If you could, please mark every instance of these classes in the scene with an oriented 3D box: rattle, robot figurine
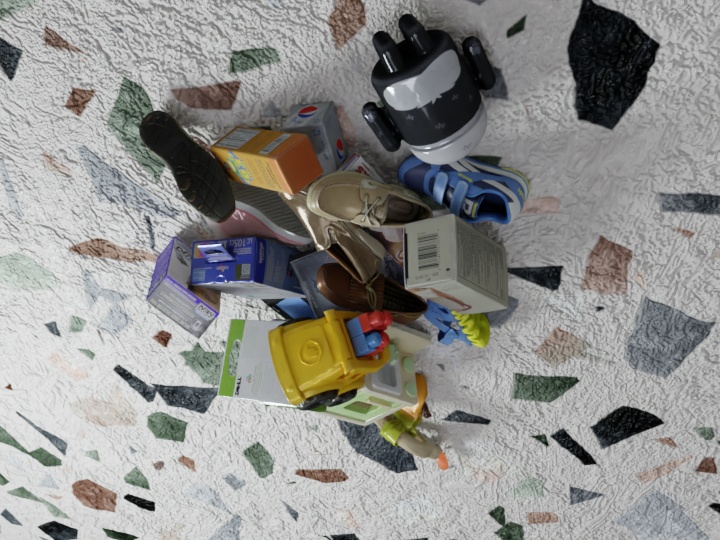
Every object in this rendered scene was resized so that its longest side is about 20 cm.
[{"bbox_3d":[0.129,0.293,1.778,0.199,0.144,0.130,29,169,-31],"label":"rattle"},{"bbox_3d":[0.090,-0.239,1.229,0.149,0.126,0.201,-7,130,38],"label":"robot figurine"}]

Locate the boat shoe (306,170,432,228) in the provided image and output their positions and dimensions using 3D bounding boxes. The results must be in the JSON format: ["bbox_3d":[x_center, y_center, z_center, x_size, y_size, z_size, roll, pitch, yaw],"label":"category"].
[{"bbox_3d":[0.016,-0.097,1.333,0.198,0.065,0.073,6,107,-34],"label":"boat shoe"}]

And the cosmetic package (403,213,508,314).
[{"bbox_3d":[0.146,-0.004,1.378,0.086,0.105,0.199,-10,161,29],"label":"cosmetic package"}]

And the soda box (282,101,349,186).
[{"bbox_3d":[-0.053,-0.153,1.397,0.067,0.064,0.202,-3,131,19],"label":"soda box"}]

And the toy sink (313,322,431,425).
[{"bbox_3d":[0.023,0.188,1.628,0.129,0.113,0.199,21,141,-38],"label":"toy sink"}]

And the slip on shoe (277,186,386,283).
[{"bbox_3d":[-0.049,-0.058,1.384,0.199,0.061,0.076,40,158,-24],"label":"slip on shoe"}]

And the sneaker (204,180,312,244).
[{"bbox_3d":[-0.167,-0.080,1.500,0.198,0.076,0.105,25,137,-1],"label":"sneaker"}]

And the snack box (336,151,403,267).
[{"bbox_3d":[0.029,-0.090,1.403,0.072,0.024,0.200,-47,127,-1],"label":"snack box"}]

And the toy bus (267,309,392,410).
[{"bbox_3d":[-0.020,0.122,1.452,0.190,0.137,0.199,-28,163,22],"label":"toy bus"}]

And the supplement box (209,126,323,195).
[{"bbox_3d":[-0.141,-0.164,1.350,0.199,0.069,0.067,19,143,53],"label":"supplement box"}]

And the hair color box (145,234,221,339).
[{"bbox_3d":[-0.292,0.023,1.549,0.109,0.200,0.065,39,103,-19],"label":"hair color box"}]

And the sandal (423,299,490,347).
[{"bbox_3d":[0.138,0.061,1.522,0.086,0.080,0.201,-16,123,28],"label":"sandal"}]

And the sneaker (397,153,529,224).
[{"bbox_3d":[0.147,-0.120,1.348,0.197,0.083,0.075,13,136,9],"label":"sneaker"}]

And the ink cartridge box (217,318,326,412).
[{"bbox_3d":[-0.149,0.164,1.631,0.198,0.150,0.075,1,168,36],"label":"ink cartridge box"}]

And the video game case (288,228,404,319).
[{"bbox_3d":[0.000,0.000,1.498,0.198,0.019,0.144,-22,126,3],"label":"video game case"}]

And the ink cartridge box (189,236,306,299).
[{"bbox_3d":[-0.182,-0.004,1.489,0.135,0.078,0.199,-3,171,30],"label":"ink cartridge box"}]

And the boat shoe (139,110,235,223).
[{"bbox_3d":[-0.260,-0.161,1.423,0.075,0.074,0.201,-37,84,0],"label":"boat shoe"}]

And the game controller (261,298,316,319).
[{"bbox_3d":[-0.091,0.077,1.642,0.199,0.042,0.104,40,132,-18],"label":"game controller"}]

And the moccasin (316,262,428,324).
[{"bbox_3d":[0.019,0.036,1.458,0.200,0.075,0.077,27,153,-27],"label":"moccasin"}]
